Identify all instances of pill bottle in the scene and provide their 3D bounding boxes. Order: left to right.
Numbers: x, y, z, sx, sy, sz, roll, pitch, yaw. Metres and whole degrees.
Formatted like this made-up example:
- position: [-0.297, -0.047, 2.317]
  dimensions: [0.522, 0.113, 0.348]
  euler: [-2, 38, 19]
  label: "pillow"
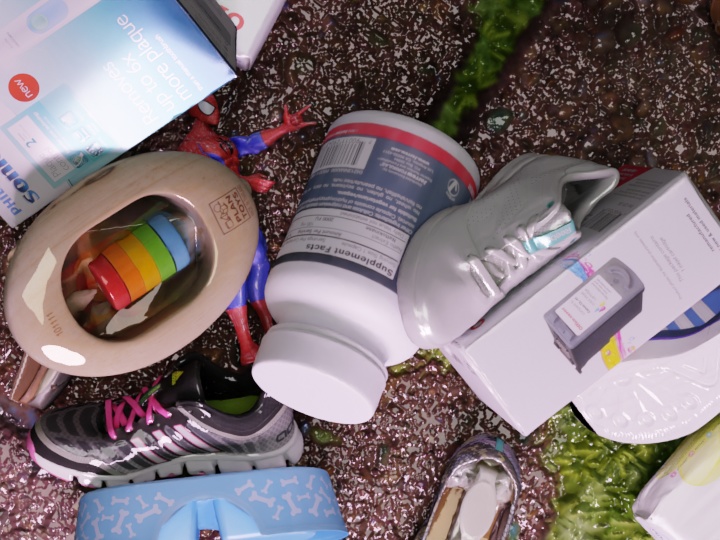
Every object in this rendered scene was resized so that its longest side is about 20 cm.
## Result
- position: [0.000, 0.000, 1.392]
  dimensions: [0.119, 0.120, 0.200]
  euler: [23, 67, -4]
  label: "pill bottle"

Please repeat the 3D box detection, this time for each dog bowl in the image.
- position: [-0.110, 0.177, 1.418]
  dimensions: [0.200, 0.111, 0.050]
  euler: [-6, 76, -4]
  label: "dog bowl"

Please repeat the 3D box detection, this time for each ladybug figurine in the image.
- position: [-0.160, -0.007, 1.367]
  dimensions: [0.200, 0.072, 0.136]
  euler: [-31, 104, -22]
  label: "ladybug figurine"

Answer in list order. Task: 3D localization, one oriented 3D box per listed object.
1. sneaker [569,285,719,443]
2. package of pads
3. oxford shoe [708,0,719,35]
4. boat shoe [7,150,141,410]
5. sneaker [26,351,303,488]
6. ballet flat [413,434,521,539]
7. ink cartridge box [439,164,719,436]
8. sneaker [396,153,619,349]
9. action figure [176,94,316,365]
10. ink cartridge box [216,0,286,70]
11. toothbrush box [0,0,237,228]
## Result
- position: [0.259, 0.044, 1.465]
  dimensions: [0.200, 0.146, 0.081]
  euler: [-28, 106, 39]
  label: "sneaker"
- position: [0.318, 0.155, 1.468]
  dimensions: [0.154, 0.068, 0.200]
  euler: [41, 86, -3]
  label: "package of pads"
- position: [0.299, -0.176, 1.484]
  dimensions: [0.071, 0.071, 0.201]
  euler: [-3, 89, 23]
  label: "oxford shoe"
- position: [-0.217, 0.001, 1.433]
  dimensions: [0.074, 0.076, 0.200]
  euler: [20, 80, 2]
  label: "boat shoe"
- position: [-0.139, 0.101, 1.416]
  dimensions: [0.199, 0.074, 0.088]
  euler: [-1, 125, -8]
  label: "sneaker"
- position: [0.066, 0.216, 1.448]
  dimensions: [0.072, 0.072, 0.201]
  euler: [20, 88, -4]
  label: "ballet flat"
- position: [0.156, 0.016, 1.417]
  dimensions: [0.200, 0.148, 0.086]
  euler: [-39, 101, -3]
  label: "ink cartridge box"
- position: [0.104, -0.021, 1.352]
  dimensions: [0.200, 0.088, 0.075]
  euler: [-46, 121, -35]
  label: "sneaker"
- position: [-0.070, -0.042, 1.433]
  dimensions: [0.099, 0.065, 0.200]
  euler: [-20, 90, 29]
  label: "action figure"
- position: [-0.100, -0.267, 1.436]
  dimensions: [0.146, 0.084, 0.200]
  euler: [28, 87, -3]
  label: "ink cartridge box"
- position: [-0.205, -0.149, 1.348]
  dimensions: [0.200, 0.085, 0.146]
  euler: [-31, 117, 15]
  label: "toothbrush box"
